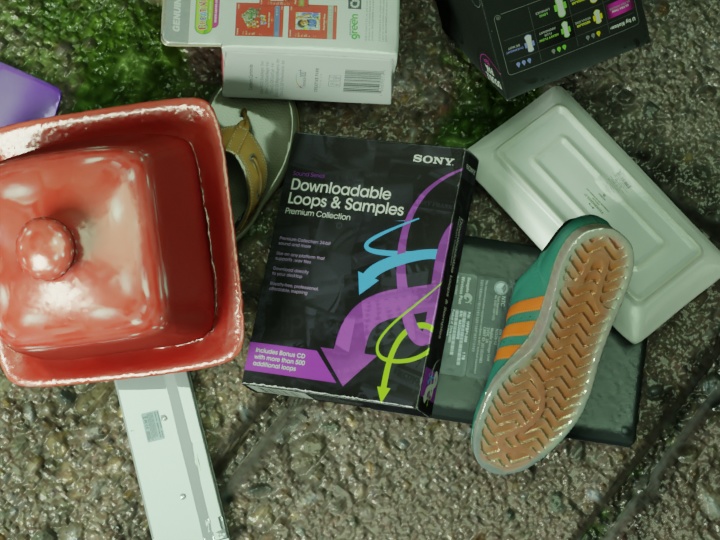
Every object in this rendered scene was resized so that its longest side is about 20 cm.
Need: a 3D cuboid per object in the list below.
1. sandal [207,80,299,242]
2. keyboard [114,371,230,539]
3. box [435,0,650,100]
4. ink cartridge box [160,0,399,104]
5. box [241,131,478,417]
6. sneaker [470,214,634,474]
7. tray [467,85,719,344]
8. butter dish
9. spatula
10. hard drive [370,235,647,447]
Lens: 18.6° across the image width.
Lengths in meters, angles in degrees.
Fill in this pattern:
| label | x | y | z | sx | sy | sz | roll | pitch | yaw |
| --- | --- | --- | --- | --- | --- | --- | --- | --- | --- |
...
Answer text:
| label | x | y | z | sx | sy | sz | roll | pitch | yaw |
| --- | --- | --- | --- | --- | --- | --- | --- | --- | --- |
| sandal | -0.109 | -0.067 | 1.657 | 0.082 | 0.055 | 0.200 | 31 | 76 | 3 |
| keyboard | -0.147 | 0.114 | 1.646 | 0.056 | 0.011 | 0.200 | -15 | 80 | -1 |
| box | 0.114 | -0.255 | 1.614 | 0.124 | 0.149 | 0.200 | -23 | 125 | -6 |
| ink cartridge box | -0.058 | -0.235 | 1.662 | 0.175 | 0.084 | 0.200 | 3 | 68 | -2 |
| box | 0.000 | 0.000 | 1.637 | 0.143 | 0.036 | 0.200 | 6 | 77 | 21 |
| sneaker | 0.137 | 0.053 | 1.613 | 0.071 | 0.080 | 0.200 | 24 | 98 | -14 |
| tray | 0.178 | -0.048 | 1.663 | 0.107 | 0.022 | 0.200 | -36 | 74 | -20 |
| butter dish | -0.200 | -0.017 | 1.570 | 0.200 | 0.148 | 0.200 | -7 | 91 | 15 |
| spatula | -0.204 | -0.104 | 1.660 | 0.200 | 0.021 | 0.057 | 19 | 78 | 21 |
| hard drive | 0.116 | 0.050 | 1.659 | 0.200 | 0.033 | 0.140 | 9 | 78 | -1 |
